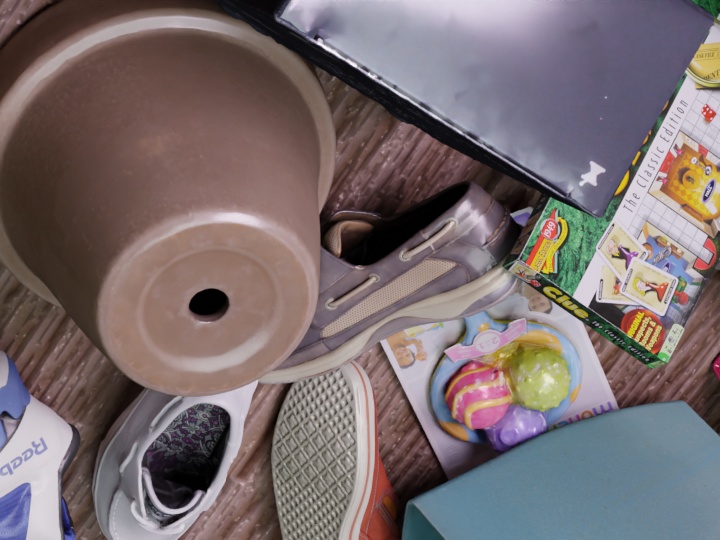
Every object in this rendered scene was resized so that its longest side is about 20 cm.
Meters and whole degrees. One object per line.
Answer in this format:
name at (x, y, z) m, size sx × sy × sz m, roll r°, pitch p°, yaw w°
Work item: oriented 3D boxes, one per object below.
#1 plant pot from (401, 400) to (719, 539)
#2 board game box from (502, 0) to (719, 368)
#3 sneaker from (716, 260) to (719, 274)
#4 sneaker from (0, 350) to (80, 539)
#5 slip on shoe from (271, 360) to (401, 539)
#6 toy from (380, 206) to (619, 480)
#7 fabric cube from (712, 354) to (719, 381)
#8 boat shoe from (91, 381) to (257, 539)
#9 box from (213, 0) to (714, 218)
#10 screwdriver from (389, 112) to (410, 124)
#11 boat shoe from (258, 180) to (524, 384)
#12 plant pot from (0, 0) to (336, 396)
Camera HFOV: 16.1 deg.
plant pot at (0.144, 0.177, 1.531) m, size 0.200 × 0.141 × 0.141 m, roll -29°, pitch 149°, yaw -25°
board game box at (0.165, -0.058, 1.389) m, size 0.105 × 0.023 × 0.200 m, roll 32°, pitch 71°, yaw -11°
sneaker at (0.210, -0.048, 1.476) m, size 0.200 × 0.066 × 0.091 m, roll 35°, pitch 92°, yaw -26°
sneaker at (-0.229, 0.146, 1.454) m, size 0.115 × 0.081 × 0.199 m, roll 36°, pitch 105°, yaw -31°
slip on shoe at (-0.009, 0.136, 1.534) m, size 0.061 × 0.074 × 0.200 m, roll -31°, pitch 129°, yaw -41°
toy at (0.083, 0.064, 1.516) m, size 0.115 × 0.047 × 0.200 m, roll -22°, pitch 125°, yaw 5°
fabric cube at (0.368, 0.069, 1.519) m, size 0.199 × 0.200 × 0.196 m, roll 21°, pitch 115°, yaw -26°
boat shoe at (-0.106, 0.112, 1.450) m, size 0.072 × 0.069 × 0.200 m, roll 24°, pitch 134°, yaw -14°
box at (0.032, -0.137, 1.247) m, size 0.197 × 0.200 × 0.117 m, roll 30°, pitch 92°, yaw -25°
screwdriver at (0.071, -0.163, 1.373) m, size 0.028 × 0.029 × 0.200 m, roll 20°, pitch 116°, yaw -28°
boat shoe at (0.000, 0.000, 1.423) m, size 0.200 × 0.075 × 0.073 m, roll -23°, pitch 113°, yaw 22°
plant pot at (-0.098, -0.029, 1.320) m, size 0.200 × 0.175 × 0.200 m, roll -8°, pitch 124°, yaw -11°
